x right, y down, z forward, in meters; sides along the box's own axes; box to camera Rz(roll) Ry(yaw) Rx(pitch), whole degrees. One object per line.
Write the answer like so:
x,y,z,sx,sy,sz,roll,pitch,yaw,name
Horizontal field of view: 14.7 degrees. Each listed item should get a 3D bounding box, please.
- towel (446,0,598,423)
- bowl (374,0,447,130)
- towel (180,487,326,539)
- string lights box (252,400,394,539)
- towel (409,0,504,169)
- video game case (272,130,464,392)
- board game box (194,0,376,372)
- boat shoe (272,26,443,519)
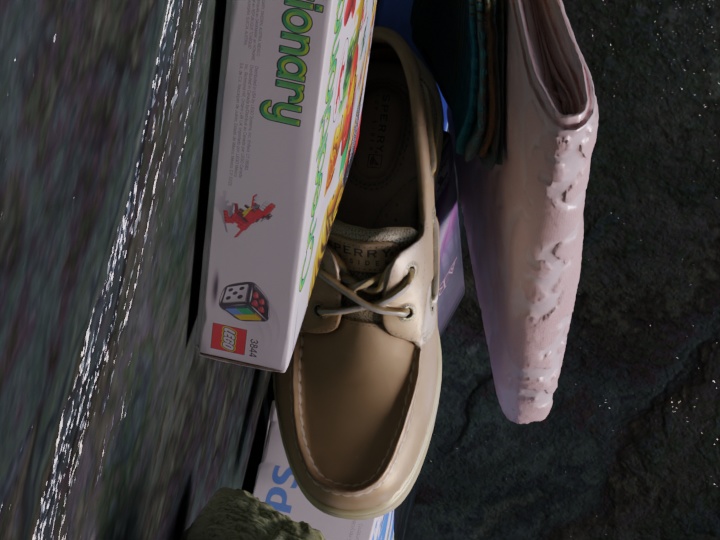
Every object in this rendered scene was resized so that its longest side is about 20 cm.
0.069,-0.065,1.226,0.201,0.032,0.192,92,-8,-51,towel
0.022,-0.082,1.420,0.201,0.039,0.202,11,90,-86,bowl
-0.016,0.190,0.994,0.036,0.148,0.201,-21,127,-54,towel
-0.023,0.140,1.280,0.200,0.059,0.103,89,14,-71,string lights box
0.041,-0.163,1.184,0.147,0.022,0.201,-106,-166,-60,towel
0.008,0.031,1.329,0.143,0.019,0.200,-60,165,-17,video game case
-0.017,-0.083,0.886,0.127,0.034,0.201,-74,174,-47,board game box
0.000,0.000,1.148,0.065,0.072,0.201,69,26,-75,boat shoe
